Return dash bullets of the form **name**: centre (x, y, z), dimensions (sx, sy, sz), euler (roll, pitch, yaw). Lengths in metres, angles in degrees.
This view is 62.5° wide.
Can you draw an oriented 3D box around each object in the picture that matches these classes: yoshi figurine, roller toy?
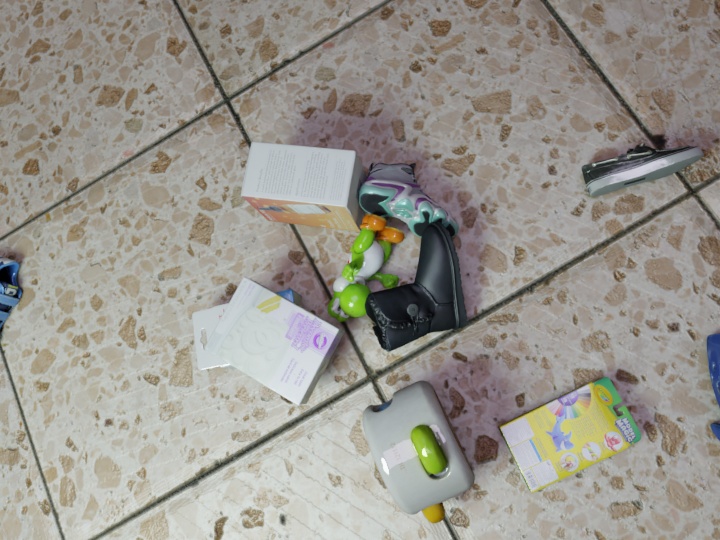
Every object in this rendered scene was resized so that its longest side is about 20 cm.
- **yoshi figurine**: centre (0.011, 0.005, 1.077), dimensions (0.112, 0.112, 0.201), euler (26, 86, 8)
- **roller toy**: centre (0.087, 0.287, 0.957), dimensions (0.139, 0.201, 0.183), euler (-26, 38, 3)

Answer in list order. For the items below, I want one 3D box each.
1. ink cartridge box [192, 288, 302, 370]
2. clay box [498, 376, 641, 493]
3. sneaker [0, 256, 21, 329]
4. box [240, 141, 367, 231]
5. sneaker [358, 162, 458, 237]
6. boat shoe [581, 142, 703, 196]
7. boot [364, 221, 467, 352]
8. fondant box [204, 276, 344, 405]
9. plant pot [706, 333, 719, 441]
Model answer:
- **ink cartridge box**: centre (-0.204, 0.116, 1.110), dimensions (0.198, 0.068, 0.116), euler (-12, 76, 7)
- **clay box**: centre (0.343, 0.269, 0.980), dimensions (0.199, 0.048, 0.116), euler (-26, 73, 3)
- **sneaker**: centre (-0.756, 0.064, 1.227), dimensions (0.081, 0.074, 0.202), euler (-4, 77, 8)
- **box**: centre (-0.097, -0.154, 1.109), dimensions (0.198, 0.152, 0.107), euler (7, 79, 13)
- **sneaker**: centre (0.101, -0.147, 1.113), dimensions (0.199, 0.078, 0.141), euler (25, 49, -12)
- **boat shoe**: centre (0.495, -0.192, 1.048), dimensions (0.198, 0.071, 0.064), euler (-16, 76, 9)
- **boot**: centre (0.088, 0.027, 1.029), dimensions (0.167, 0.076, 0.202), euler (-13, 93, -18)
- **fondant box**: centre (-0.149, 0.121, 1.034), dimensions (0.199, 0.058, 0.145), euler (27, 84, 12)
- **plant pot**: centre (0.641, 0.190, 0.868), dimensions (0.198, 0.200, 0.182), euler (8, 84, 12)
